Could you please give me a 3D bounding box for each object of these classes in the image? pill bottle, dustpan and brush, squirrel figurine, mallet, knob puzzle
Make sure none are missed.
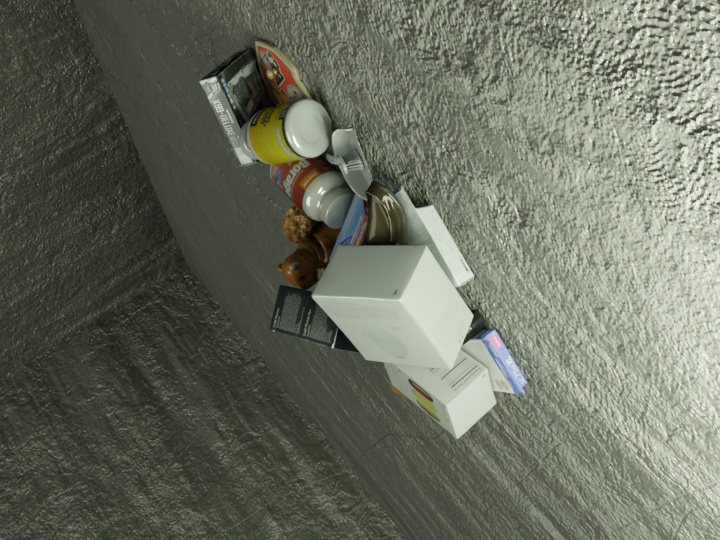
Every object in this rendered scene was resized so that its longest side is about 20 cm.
[{"bbox_3d":[-0.156,-0.271,1.520,0.199,0.112,0.113,0,123,49],"label":"pill bottle"},{"bbox_3d":[-0.029,-0.208,1.451,0.200,0.057,0.140,-116,5,-70],"label":"dustpan and brush"},{"bbox_3d":[-0.108,-0.062,1.698,0.201,0.186,0.141,61,161,-16],"label":"squirrel figurine"},{"bbox_3d":[-0.094,-0.176,1.596,0.200,0.112,0.113,43,157,35],"label":"pill bottle"},{"bbox_3d":[0.183,0.096,1.471,0.041,0.066,0.200,53,177,-10],"label":"mallet"},{"bbox_3d":[-0.168,-0.380,1.578,0.220,0.030,0.220,49,160,24],"label":"knob puzzle"}]

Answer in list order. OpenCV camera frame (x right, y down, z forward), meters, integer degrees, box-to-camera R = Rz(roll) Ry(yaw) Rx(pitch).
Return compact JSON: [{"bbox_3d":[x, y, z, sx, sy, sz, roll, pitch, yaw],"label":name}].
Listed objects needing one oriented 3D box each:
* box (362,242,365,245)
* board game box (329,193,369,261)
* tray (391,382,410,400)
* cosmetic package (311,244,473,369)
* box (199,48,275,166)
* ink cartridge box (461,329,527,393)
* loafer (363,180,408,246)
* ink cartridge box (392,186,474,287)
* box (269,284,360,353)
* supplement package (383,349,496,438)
[{"bbox_3d":[0.000,0.000,1.564,0.201,0.050,0.076,-103,9,-52],"label":"box"},{"bbox_3d":[-0.020,-0.063,1.521,0.103,0.019,0.201,-97,24,-48],"label":"board game box"},{"bbox_3d":[0.157,0.268,1.705,0.200,0.098,0.037,-170,78,-65],"label":"tray"},{"bbox_3d":[0.059,0.061,1.349,0.198,0.123,0.200,1,143,40],"label":"cosmetic package"},{"bbox_3d":[-0.246,-0.348,1.636,0.049,0.158,0.201,-6,122,29],"label":"box"},{"bbox_3d":[0.238,0.168,1.433,0.120,0.042,0.200,57,165,-6],"label":"ink cartridge box"},{"bbox_3d":[0.042,-0.065,1.369,0.073,0.071,0.201,35,150,48],"label":"loafer"},{"bbox_3d":[0.106,-0.053,1.403,0.201,0.040,0.199,59,161,-3],"label":"ink cartridge box"},{"bbox_3d":[-0.059,0.109,1.647,0.181,0.105,0.199,11,176,36],"label":"box"},{"bbox_3d":[0.149,0.207,1.483,0.200,0.109,0.114,35,155,44],"label":"supplement package"}]
